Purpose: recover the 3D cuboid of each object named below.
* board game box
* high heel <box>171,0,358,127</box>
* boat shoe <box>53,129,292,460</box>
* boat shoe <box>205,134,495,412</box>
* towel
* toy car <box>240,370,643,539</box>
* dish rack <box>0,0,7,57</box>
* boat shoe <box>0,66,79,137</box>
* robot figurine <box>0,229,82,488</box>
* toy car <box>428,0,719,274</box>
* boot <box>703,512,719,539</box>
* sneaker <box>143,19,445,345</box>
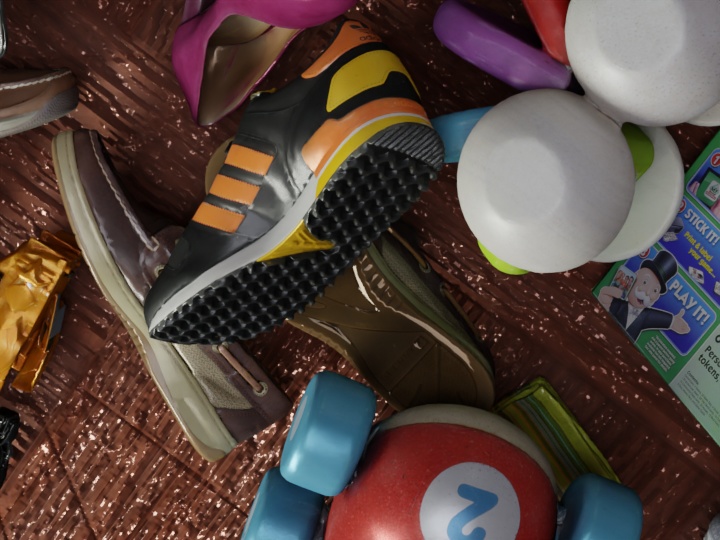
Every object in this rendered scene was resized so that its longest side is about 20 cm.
[{"bbox_3d":[0.209,0.022,0.757,0.029,0.200,0.135,23,113,-38],"label":"board game box"},{"bbox_3d":[-0.044,-0.111,0.762,0.067,0.200,0.097,-3,101,-19],"label":"high heel"},{"bbox_3d":[-0.101,0.005,0.856,0.072,0.072,0.201,-27,100,-1],"label":"boat shoe"},{"bbox_3d":[0.000,0.000,0.838,0.200,0.072,0.072,43,117,-4],"label":"boat shoe"},{"bbox_3d":[0.050,0.149,0.899,0.200,0.018,0.086,-36,96,17],"label":"towel"},{"bbox_3d":[0.025,0.188,0.783,0.183,0.201,0.177,21,136,-5],"label":"toy car"},{"bbox_3d":[-0.270,-0.195,0.796,0.199,0.054,0.154,26,130,35],"label":"dish rack"},{"bbox_3d":[-0.255,-0.102,0.852,0.199,0.076,0.072,-4,103,9],"label":"boat shoe"},{"bbox_3d":[-0.247,0.049,0.899,0.145,0.058,0.201,32,107,0],"label":"robot figurine"},{"bbox_3d":[0.105,-0.098,0.749,0.150,0.175,0.200,41,109,16],"label":"toy car"},{"bbox_3d":[0.270,0.209,0.861,0.199,0.074,0.096,26,120,5],"label":"boot"},{"bbox_3d":[-0.042,-0.040,0.771,0.200,0.070,0.090,-40,56,34],"label":"sneaker"}]
